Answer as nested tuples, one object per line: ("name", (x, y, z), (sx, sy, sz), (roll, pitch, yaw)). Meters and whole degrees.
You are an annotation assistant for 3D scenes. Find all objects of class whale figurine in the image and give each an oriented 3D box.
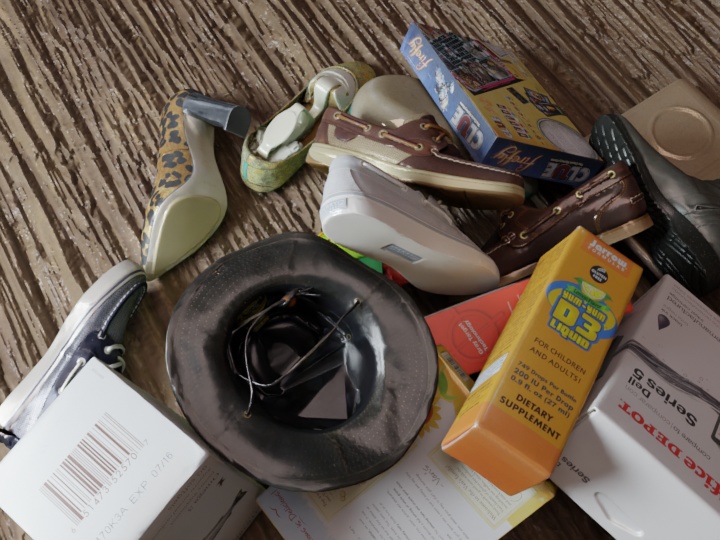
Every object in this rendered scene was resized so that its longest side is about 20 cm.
("whale figurine", (0.077, -0.114, 0.834), (0.199, 0.104, 0.159), (20, 33, -11))

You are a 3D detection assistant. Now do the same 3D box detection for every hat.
("hat", (-0.046, 0.076, 0.632), (0.200, 0.081, 0.201), (3, 67, -6))

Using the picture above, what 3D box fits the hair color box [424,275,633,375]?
("hair color box", (0.124, 0.048, 0.736), (0.199, 0.102, 0.061), (-21, 84, -8))

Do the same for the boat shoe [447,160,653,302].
("boat shoe", (0.162, -0.034, 0.767), (0.199, 0.070, 0.071), (-25, 93, 13))

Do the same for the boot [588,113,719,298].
("boot", (0.312, -0.073, 0.782), (0.130, 0.068, 0.200), (-21, 69, -19))

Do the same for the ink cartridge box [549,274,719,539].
("ink cartridge box", (0.246, 0.118, 0.654), (0.145, 0.084, 0.200), (41, 44, 7))

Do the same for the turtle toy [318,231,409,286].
("turtle toy", (0.000, 0.000, 0.761), (0.101, 0.146, 0.200), (38, 71, -4))

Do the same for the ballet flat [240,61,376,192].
("ballet flat", (-0.052, -0.164, 0.873), (0.071, 0.071, 0.200), (37, 71, 18))

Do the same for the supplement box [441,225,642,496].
("supplement box", (0.138, 0.062, 0.619), (0.066, 0.069, 0.200), (33, 57, 1))

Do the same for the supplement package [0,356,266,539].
("supplement package", (-0.165, 0.169, 0.637), (0.117, 0.200, 0.117), (34, 76, 18))

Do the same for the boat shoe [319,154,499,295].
("boat shoe", (0.045, -0.034, 0.688), (0.200, 0.072, 0.069), (21, 60, -36))

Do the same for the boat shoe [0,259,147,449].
("boat shoe", (-0.237, 0.093, 0.761), (0.093, 0.075, 0.200), (31, 77, 10))

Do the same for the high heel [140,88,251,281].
("high heel", (-0.197, -0.092, 0.866), (0.142, 0.071, 0.200), (24, 86, 47))

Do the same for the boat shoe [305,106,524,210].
("boat shoe", (0.050, -0.103, 0.720), (0.199, 0.072, 0.072), (15, 86, 25))

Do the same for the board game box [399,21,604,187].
("board game box", (0.134, -0.166, 0.818), (0.135, 0.035, 0.200), (7, 41, -31))

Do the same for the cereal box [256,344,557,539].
("cereal box", (0.033, 0.176, 0.658), (0.200, 0.040, 0.144), (-42, 79, 14))

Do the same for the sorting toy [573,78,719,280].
("sorting toy", (0.320, -0.089, 0.839), (0.200, 0.037, 0.185), (-30, 66, -16))
